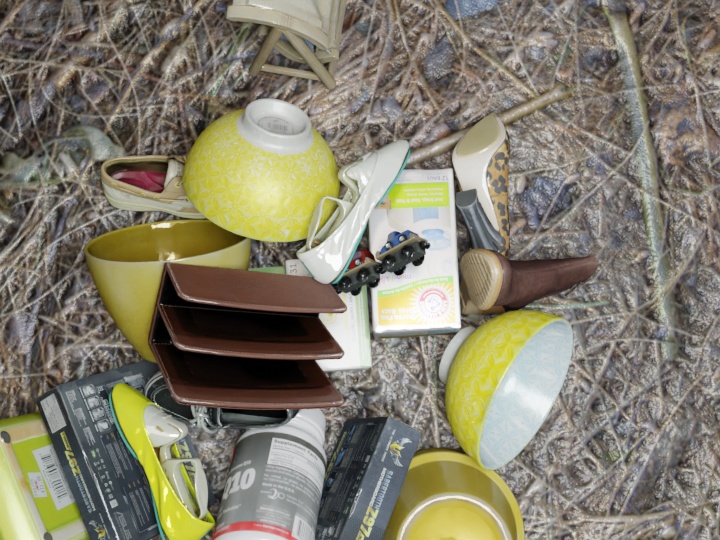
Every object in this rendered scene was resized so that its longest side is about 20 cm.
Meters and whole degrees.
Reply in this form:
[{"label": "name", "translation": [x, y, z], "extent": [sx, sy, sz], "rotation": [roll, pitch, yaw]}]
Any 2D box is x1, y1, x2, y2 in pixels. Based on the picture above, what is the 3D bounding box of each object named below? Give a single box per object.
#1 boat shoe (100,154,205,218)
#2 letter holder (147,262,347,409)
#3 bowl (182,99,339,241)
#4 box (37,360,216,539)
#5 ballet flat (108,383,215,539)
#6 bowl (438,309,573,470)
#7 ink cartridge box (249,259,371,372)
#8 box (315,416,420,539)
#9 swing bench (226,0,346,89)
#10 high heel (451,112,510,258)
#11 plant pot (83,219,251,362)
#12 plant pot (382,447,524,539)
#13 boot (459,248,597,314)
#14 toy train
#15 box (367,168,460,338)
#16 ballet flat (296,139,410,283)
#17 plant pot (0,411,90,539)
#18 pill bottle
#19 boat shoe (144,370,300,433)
[{"label": "boat shoe", "translation": [-0.239, -0.114, 1.106], "extent": [0.198, 0.067, 0.075], "rotation": [-2, 63, 0]}, {"label": "letter holder", "translation": [-0.113, 0.075, 0.933], "extent": [0.198, 0.142, 0.101], "rotation": [6, 113, -29]}, {"label": "bowl", "translation": [-0.110, -0.140, 1.038], "extent": [0.198, 0.108, 0.201], "rotation": [12, 40, -11]}, {"label": "box", "translation": [-0.274, 0.217, 1.016], "extent": [0.051, 0.157, 0.201], "rotation": [-29, 82, 32]}, {"label": "ballet flat", "translation": [-0.218, 0.212, 0.970], "extent": [0.067, 0.067, 0.201], "rotation": [-26, 82, 15]}, {"label": "bowl", "translation": [0.160, 0.127, 1.036], "extent": [0.107, 0.200, 0.201], "rotation": [28, 82, 33]}, {"label": "ink cartridge box", "translation": [-0.089, 0.060, 1.099], "extent": [0.198, 0.048, 0.147], "rotation": [-4, 82, -3]}, {"label": "box", "translation": [-0.011, 0.272, 0.995], "extent": [0.051, 0.158, 0.201], "rotation": [28, 71, -13]}, {"label": "swing bench", "translation": [-0.080, -0.366, 1.082], "extent": [0.128, 0.200, 0.201], "rotation": [8, 82, 1]}, {"label": "high heel", "translation": [0.172, -0.102, 1.129], "extent": [0.071, 0.143, 0.201], "rotation": [-4, 47, 27]}, {"label": "plant pot", "translation": [-0.226, 0.029, 1.047], "extent": [0.198, 0.200, 0.143], "rotation": [-3, 107, 0]}, {"label": "plant pot", "translation": [0.098, 0.312, 0.991], "extent": [0.199, 0.189, 0.203], "rotation": [0, 81, 1]}, {"label": "boot", "translation": [0.206, 0.001, 1.031], "extent": [0.165, 0.200, 0.073], "rotation": [-15, 77, -4]}, {"label": "toy train", "translation": [0.000, 0.000, 1.020], "extent": [0.199, 0.034, 0.046], "rotation": [-26, 59, 32]}, {"label": "box", "translation": [0.065, -0.018, 1.081], "extent": [0.111, 0.101, 0.202], "rotation": [-2, 82, 1]}, {"label": "ballet flat", "translation": [-0.010, -0.081, 0.998], "extent": [0.069, 0.069, 0.201], "rotation": [29, 81, 4]}, {"label": "plant pot", "translation": [-0.419, 0.273, 0.975], "extent": [0.180, 0.199, 0.201], "rotation": [-27, 82, 8]}, {"label": "pill bottle", "translation": [-0.101, 0.253, 0.995], "extent": [0.113, 0.115, 0.201], "rotation": [7, 43, 1]}, {"label": "boat shoe", "translation": [-0.165, 0.153, 0.984], "extent": [0.197, 0.068, 0.074], "rotation": [6, 108, 12]}]
